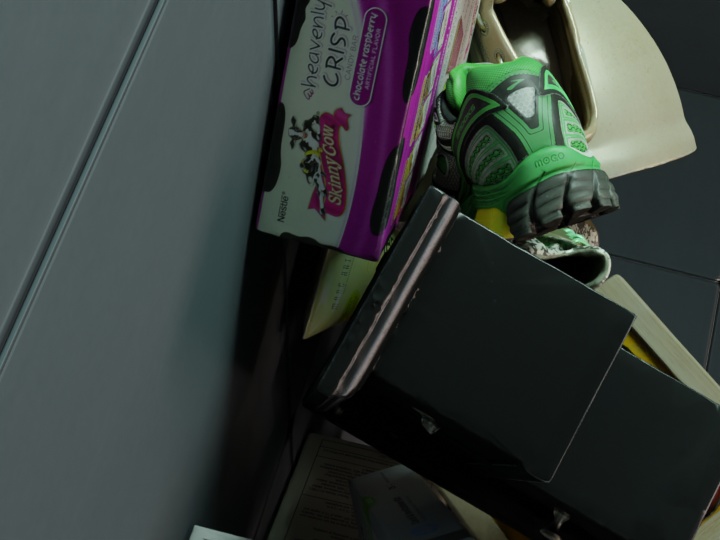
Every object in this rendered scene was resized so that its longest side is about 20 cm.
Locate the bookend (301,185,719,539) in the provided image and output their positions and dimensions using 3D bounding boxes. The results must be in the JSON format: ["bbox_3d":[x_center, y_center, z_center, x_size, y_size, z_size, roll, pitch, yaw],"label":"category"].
[{"bbox_3d":[0.082,0.066,0.672,0.093,0.199,0.199,-60,-179,-8],"label":"bookend"}]

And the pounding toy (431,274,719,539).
[{"bbox_3d":[0.124,0.136,0.841,0.199,0.184,0.142,-37,151,-3],"label":"pounding toy"}]

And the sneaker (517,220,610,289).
[{"bbox_3d":[0.104,0.004,0.853,0.199,0.088,0.078,-22,109,-57],"label":"sneaker"}]

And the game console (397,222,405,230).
[{"bbox_3d":[0.031,-0.007,1.243,0.176,0.116,0.201,-31,-145,55],"label":"game console"}]

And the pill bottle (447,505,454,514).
[{"bbox_3d":[0.107,0.136,1.038,0.113,0.112,0.201,92,-19,-59],"label":"pill bottle"}]

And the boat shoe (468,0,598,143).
[{"bbox_3d":[0.082,-0.155,0.830,0.065,0.072,0.202,-32,-109,64],"label":"boat shoe"}]

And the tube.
[{"bbox_3d":[0.000,0.000,0.895,0.058,0.052,0.200,66,10,6],"label":"tube"}]

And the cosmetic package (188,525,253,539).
[{"bbox_3d":[-0.052,0.225,0.657,0.085,0.106,0.201,89,14,-53],"label":"cosmetic package"}]

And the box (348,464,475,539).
[{"bbox_3d":[0.043,0.194,0.754,0.200,0.041,0.158,-142,-140,-79],"label":"box"}]

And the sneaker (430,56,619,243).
[{"bbox_3d":[0.070,-0.056,0.724,0.200,0.077,0.086,156,-83,-83],"label":"sneaker"}]

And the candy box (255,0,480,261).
[{"bbox_3d":[0.014,-0.107,0.721,0.200,0.060,0.138,-59,162,-65],"label":"candy box"}]

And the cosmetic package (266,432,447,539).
[{"bbox_3d":[-0.013,0.201,0.944,0.201,0.104,0.072,-65,166,-50],"label":"cosmetic package"}]

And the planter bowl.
[{"bbox_3d":[0.098,-0.119,0.953,0.200,0.198,0.136,-41,119,-78],"label":"planter bowl"}]
